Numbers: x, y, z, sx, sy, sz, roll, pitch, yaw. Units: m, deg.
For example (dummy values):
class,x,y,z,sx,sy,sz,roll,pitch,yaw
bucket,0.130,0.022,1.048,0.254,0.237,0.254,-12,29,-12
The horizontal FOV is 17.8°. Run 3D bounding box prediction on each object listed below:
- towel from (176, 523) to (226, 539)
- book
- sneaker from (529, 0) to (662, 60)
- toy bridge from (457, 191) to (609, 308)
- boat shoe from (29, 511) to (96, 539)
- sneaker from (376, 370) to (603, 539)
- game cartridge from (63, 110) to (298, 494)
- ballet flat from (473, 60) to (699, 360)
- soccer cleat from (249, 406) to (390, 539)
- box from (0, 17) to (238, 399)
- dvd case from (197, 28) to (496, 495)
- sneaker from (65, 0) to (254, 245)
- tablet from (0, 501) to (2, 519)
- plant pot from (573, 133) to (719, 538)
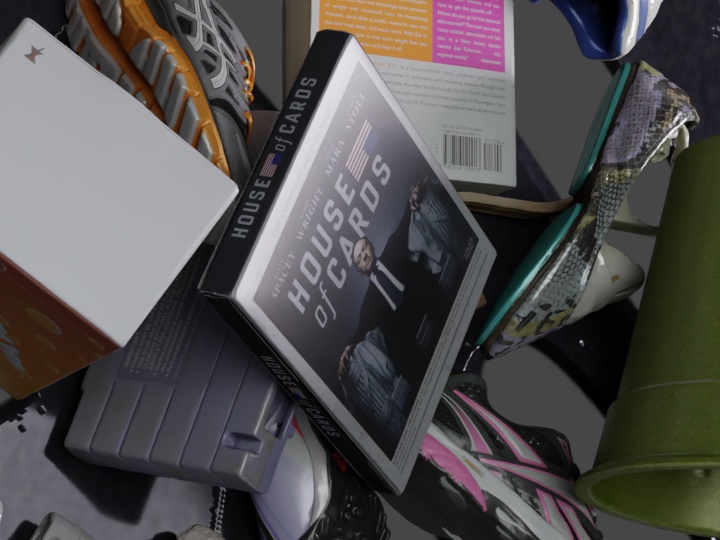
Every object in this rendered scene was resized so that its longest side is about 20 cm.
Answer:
class,x,y,z,sx,sy,sz,roll,pitch,yaw
towel,-0.092,0.231,1.134,0.132,0.034,0.200,31,70,19
book,0.024,-0.148,1.286,0.133,0.048,0.200,5,79,-26
sneaker,0.107,-0.199,1.282,0.200,0.075,0.088,41,57,-31
toy bridge,0.047,-0.007,1.277,0.200,0.027,0.067,-24,89,-25
boat shoe,-0.200,0.193,1.113,0.086,0.075,0.202,47,64,-9
sneaker,0.099,0.129,1.249,0.200,0.080,0.086,47,53,-16
game cartridge,-0.068,0.011,1.177,0.038,0.130,0.200,37,66,-43
ballet flat,0.134,-0.024,1.261,0.072,0.072,0.200,35,67,-13
soccer cleat,-0.032,0.110,1.211,0.068,0.073,0.200,-11,102,-44
box,-0.161,-0.022,1.101,0.124,0.200,0.098,39,68,-11
dvd case,0.000,0.000,1.137,0.200,0.025,0.150,53,53,-50
sneaker,-0.086,-0.095,1.181,0.077,0.078,0.200,2,47,-33
tablet,-0.248,0.192,1.083,0.014,0.130,0.200,44,57,-59
plant pot,0.218,0.033,1.208,0.200,0.200,0.190,12,72,-20
